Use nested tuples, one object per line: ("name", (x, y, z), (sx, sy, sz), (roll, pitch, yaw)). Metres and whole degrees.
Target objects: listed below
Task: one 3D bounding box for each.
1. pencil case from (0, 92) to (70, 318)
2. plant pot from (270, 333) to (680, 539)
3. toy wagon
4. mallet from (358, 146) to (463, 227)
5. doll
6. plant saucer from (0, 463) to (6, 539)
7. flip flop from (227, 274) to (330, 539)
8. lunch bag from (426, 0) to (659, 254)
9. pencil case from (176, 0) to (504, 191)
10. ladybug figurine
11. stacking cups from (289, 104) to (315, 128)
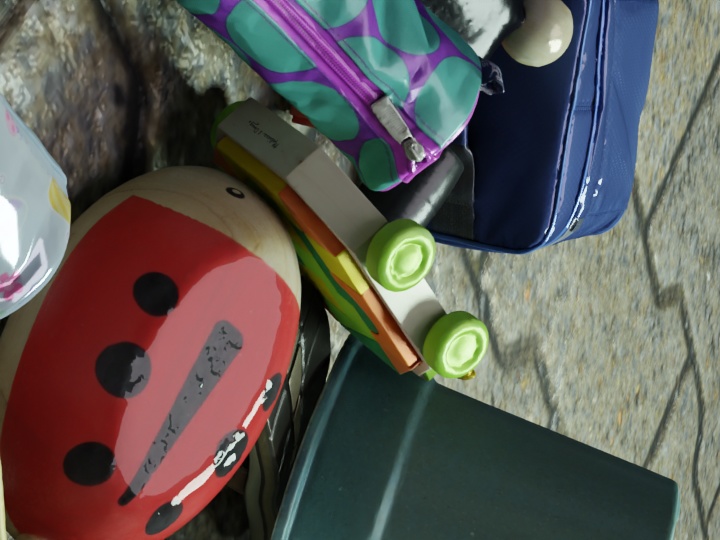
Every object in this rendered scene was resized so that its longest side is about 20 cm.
("pencil case", (-0.169, -0.066, 0.648), (0.091, 0.083, 0.200), (-44, 142, -23))
("plant pot", (0.059, 0.155, 1.012), (0.200, 0.196, 0.201), (16, 90, -84))
("toy wagon", (0.000, 0.000, 0.923), (0.040, 0.155, 0.200), (-41, 133, -9))
("mallet", (-0.012, -0.091, 0.939), (0.066, 0.041, 0.200), (-47, 130, -15))
("doll", (0.035, -0.157, 0.943), (0.200, 0.048, 0.137), (25, 91, -33))
("plant saucer", (-0.211, 0.134, 0.693), (0.200, 0.048, 0.200), (-37, 134, -54))
("flip flop", (-0.055, 0.078, 0.983), (0.200, 0.057, 0.081), (94, 19, -52))
("lunch bag", (0.085, -0.111, 1.081), (0.132, 0.136, 0.201), (-18, 116, -61))
("pencil case", (-0.027, -0.121, 0.843), (0.200, 0.085, 0.093), (40, 20, -36))
("ladybug figurine", (-0.089, 0.045, 0.832), (0.136, 0.072, 0.200), (40, 68, -34))
("stacking cups", (-0.002, -0.173, 0.983), (0.060, 0.060, 0.201), (0, 106, -64))
